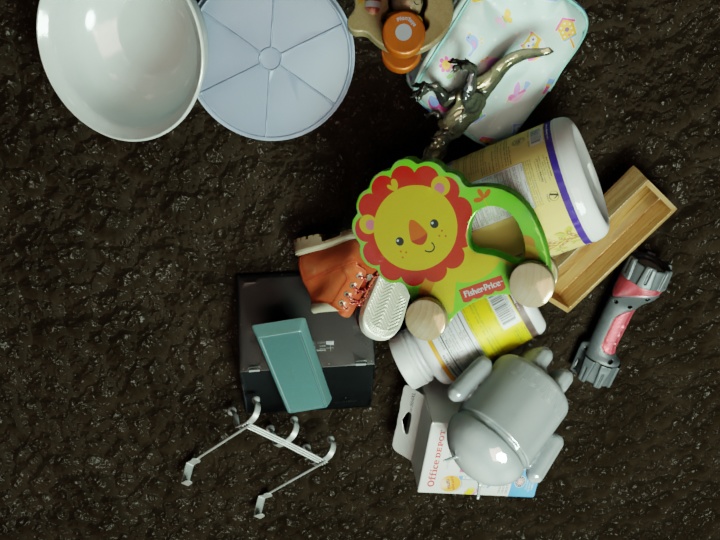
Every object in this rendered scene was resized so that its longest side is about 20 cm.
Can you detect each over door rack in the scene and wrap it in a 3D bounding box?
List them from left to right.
[{"bbox_3d":[-0.149,0.266,1.272,0.147,0.067,0.200,31,125,-23],"label":"over door rack"}]

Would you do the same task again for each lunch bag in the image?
[{"bbox_3d":[0.153,-0.260,1.012,0.159,0.077,0.201,28,112,-18],"label":"lunch bag"}]

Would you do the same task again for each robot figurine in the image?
[{"bbox_3d":[0.186,0.189,1.113,0.169,0.113,0.200,43,71,-3],"label":"robot figurine"}]

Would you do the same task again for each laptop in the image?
[{"bbox_3d":[-0.076,0.103,1.221,0.183,0.116,0.204,-3,90,-5],"label":"laptop"}]

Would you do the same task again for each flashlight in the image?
[{"bbox_3d":[0.365,0.072,1.219,0.067,0.068,0.203,5,118,-21],"label":"flashlight"}]

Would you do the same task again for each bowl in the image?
[{"bbox_3d":[-0.242,-0.250,0.951,0.197,0.091,0.205,7,114,15],"label":"bowl"}]

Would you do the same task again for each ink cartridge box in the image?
[{"bbox_3d":[0.151,0.231,1.247,0.196,0.126,0.131,3,118,-8],"label":"ink cartridge box"}]

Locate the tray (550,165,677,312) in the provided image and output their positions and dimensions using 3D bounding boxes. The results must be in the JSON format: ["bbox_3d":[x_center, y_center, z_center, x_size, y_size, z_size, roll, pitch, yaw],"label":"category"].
[{"bbox_3d":[0.314,-0.038,1.154,0.200,0.037,0.098,-47,137,17],"label":"tray"}]

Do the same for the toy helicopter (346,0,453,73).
[{"bbox_3d":[0.016,-0.321,0.954,0.199,0.079,0.133,35,89,2],"label":"toy helicopter"}]

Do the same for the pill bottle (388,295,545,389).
[{"bbox_3d":[0.140,0.078,1.173,0.198,0.110,0.110,-29,117,10],"label":"pill bottle"}]

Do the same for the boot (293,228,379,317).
[{"bbox_3d":[0.000,0.000,1.071,0.074,0.198,0.109,-4,85,-43],"label":"boot"}]

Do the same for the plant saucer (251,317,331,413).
[{"bbox_3d":[-0.087,0.130,1.149,0.069,0.019,0.202,-9,140,3],"label":"plant saucer"}]

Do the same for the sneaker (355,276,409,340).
[{"bbox_3d":[0.047,-0.007,1.139,0.074,0.084,0.202,32,82,-13],"label":"sneaker"}]

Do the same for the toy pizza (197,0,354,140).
[{"bbox_3d":[-0.105,-0.250,1.016,0.196,0.032,0.203,-3,120,-4],"label":"toy pizza"}]

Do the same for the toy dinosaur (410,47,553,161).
[{"bbox_3d":[0.114,-0.195,0.973,0.087,0.048,0.200,24,123,-36],"label":"toy dinosaur"}]

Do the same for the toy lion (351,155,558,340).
[{"bbox_3d":[0.095,-0.036,0.949,0.197,0.069,0.195,-19,97,22],"label":"toy lion"}]

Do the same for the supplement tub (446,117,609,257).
[{"bbox_3d":[0.174,-0.076,1.018,0.197,0.146,0.146,-20,120,23],"label":"supplement tub"}]
